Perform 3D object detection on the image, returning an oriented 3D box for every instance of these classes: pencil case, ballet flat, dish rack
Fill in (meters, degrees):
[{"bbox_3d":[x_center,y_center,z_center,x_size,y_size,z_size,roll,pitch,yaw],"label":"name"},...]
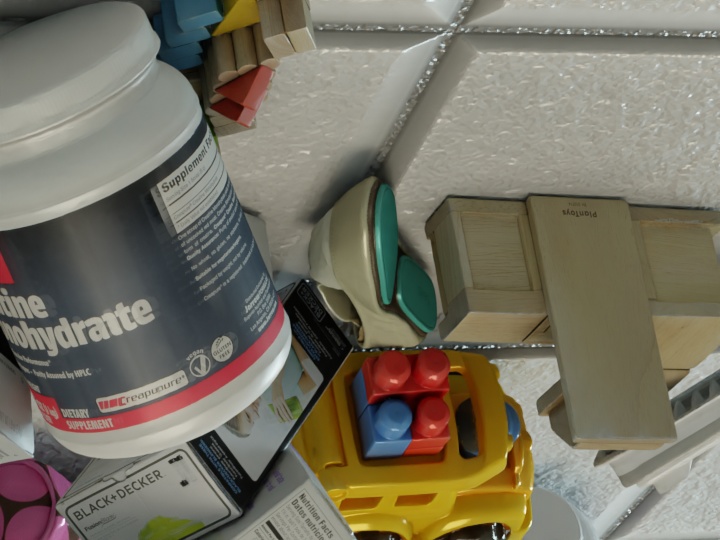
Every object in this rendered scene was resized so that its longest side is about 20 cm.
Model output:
[{"bbox_3d":[-0.209,0.190,1.865,0.093,0.091,0.200,-10,158,24],"label":"pencil case"},{"bbox_3d":[0.000,0.000,1.590,0.069,0.070,0.200,-13,154,6],"label":"ballet flat"},{"bbox_3d":[0.256,0.090,1.763,0.199,0.044,0.172,-33,177,9],"label":"dish rack"}]

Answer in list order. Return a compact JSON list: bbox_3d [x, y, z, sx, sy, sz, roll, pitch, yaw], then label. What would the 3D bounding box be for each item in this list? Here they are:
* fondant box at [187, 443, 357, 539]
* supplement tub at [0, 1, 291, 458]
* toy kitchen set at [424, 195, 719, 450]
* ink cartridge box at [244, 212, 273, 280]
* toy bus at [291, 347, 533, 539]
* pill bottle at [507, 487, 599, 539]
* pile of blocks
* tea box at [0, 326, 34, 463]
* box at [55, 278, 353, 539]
[{"bbox_3d":[-0.104,0.189,1.567,0.199,0.058,0.144,-36,-167,-3],"label":"fondant box"},{"bbox_3d":[-0.129,-0.020,1.315,0.139,0.141,0.201,-17,113,13],"label":"supplement tub"},{"bbox_3d":[0.126,0.069,1.655,0.198,0.164,0.181,2,152,-24],"label":"toy kitchen set"},{"bbox_3d":[-0.163,0.008,1.515,0.144,0.085,0.199,-26,149,30],"label":"ink cartridge box"},{"bbox_3d":[0.039,0.109,1.735,0.198,0.137,0.192,-1,154,-20],"label":"toy bus"},{"bbox_3d":[0.144,0.247,2.082,0.110,0.112,0.200,-12,154,3],"label":"pill bottle"},{"bbox_3d":[-0.084,-0.098,1.356,0.081,0.063,0.200,2,151,-23],"label":"pile of blocks"},{"bbox_3d":[-0.292,0.014,1.348,0.199,0.198,0.134,-15,154,13],"label":"tea box"},{"bbox_3d":[-0.095,0.096,1.606,0.116,0.200,0.060,-29,104,31],"label":"box"}]
